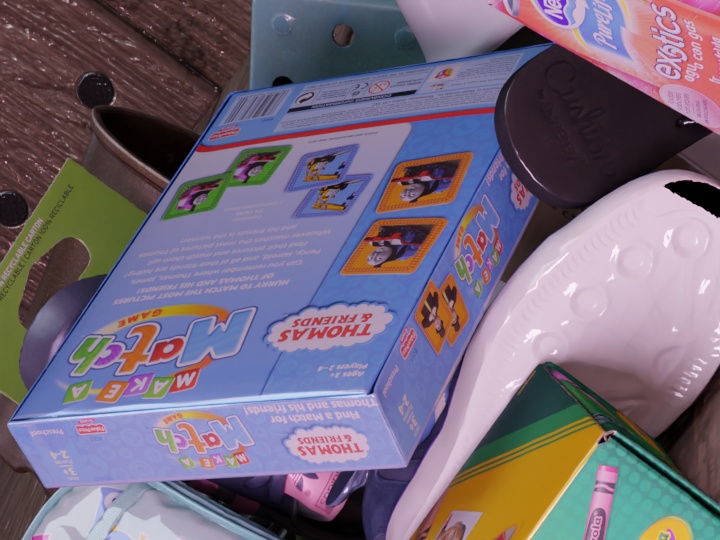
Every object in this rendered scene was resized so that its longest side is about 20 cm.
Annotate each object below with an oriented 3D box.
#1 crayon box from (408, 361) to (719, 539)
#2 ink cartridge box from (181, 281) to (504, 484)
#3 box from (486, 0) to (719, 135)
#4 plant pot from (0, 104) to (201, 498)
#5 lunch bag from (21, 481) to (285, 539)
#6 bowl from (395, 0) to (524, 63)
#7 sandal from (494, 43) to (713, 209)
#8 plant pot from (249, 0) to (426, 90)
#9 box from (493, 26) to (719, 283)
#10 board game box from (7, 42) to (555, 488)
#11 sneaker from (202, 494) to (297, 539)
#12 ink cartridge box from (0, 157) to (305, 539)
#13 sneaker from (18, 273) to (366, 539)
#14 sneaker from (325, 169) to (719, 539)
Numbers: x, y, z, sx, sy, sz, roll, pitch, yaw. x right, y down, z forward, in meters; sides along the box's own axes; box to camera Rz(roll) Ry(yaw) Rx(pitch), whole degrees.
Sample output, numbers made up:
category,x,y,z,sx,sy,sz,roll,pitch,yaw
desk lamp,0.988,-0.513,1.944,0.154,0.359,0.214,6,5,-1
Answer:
category,x,y,z,sx,sy,sz,roll,pitch,yaw
crayon box,0.032,0.135,0.832,0.201,0.058,0.119,-55,10,3
ink cartridge box,-0.014,0.041,1.229,0.201,0.175,0.045,-61,-29,-34
box,0.134,-0.162,0.861,0.201,0.102,0.095,-59,-5,-19
plant pot,-0.110,0.039,1.503,0.199,0.199,0.200,-62,8,11
lunch bag,-0.091,0.181,0.972,0.201,0.160,0.077,-59,-34,-8
bowl,0.077,-0.172,1.072,0.201,0.090,0.201,-41,5,4
sandal,0.134,-0.086,0.926,0.199,0.075,0.045,-35,0,-29
plant pot,0.013,-0.116,1.280,0.200,0.140,0.142,-53,-31,-65
box,0.097,-0.059,1.072,0.078,0.095,0.200,-59,9,-21
board game box,-0.019,-0.004,0.930,0.150,0.037,0.200,-6,35,31
sneaker,-0.103,0.175,1.082,0.200,0.077,0.085,-52,5,-9
ink cartridge box,-0.088,0.035,1.322,0.076,0.199,0.148,-41,17,54
sneaker,-0.043,0.060,1.012,0.082,0.199,0.071,32,95,45
sneaker,0.064,0.030,0.958,0.201,0.080,0.147,-58,13,16
